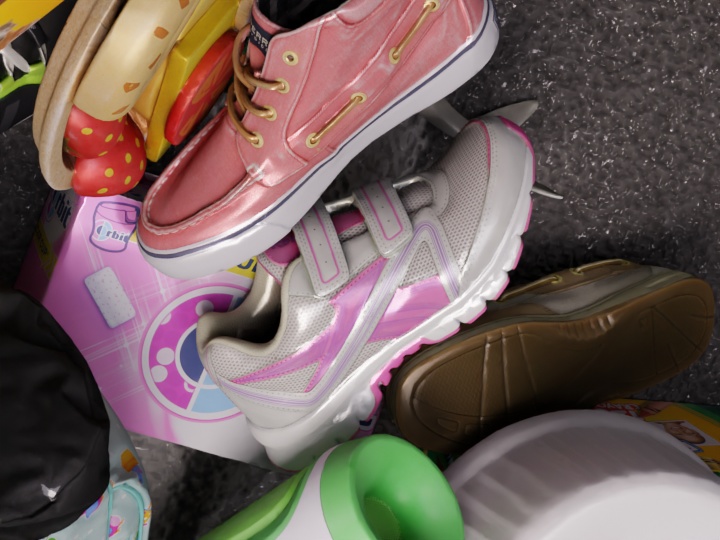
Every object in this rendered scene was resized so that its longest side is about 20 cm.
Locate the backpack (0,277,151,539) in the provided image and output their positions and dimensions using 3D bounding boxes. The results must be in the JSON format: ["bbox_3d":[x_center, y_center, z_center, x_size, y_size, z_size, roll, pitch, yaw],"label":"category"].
[{"bbox_3d":[-0.167,0.108,0.969,0.126,0.167,0.200,-19,144,-21],"label":"backpack"}]

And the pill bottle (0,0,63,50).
[{"bbox_3d":[-0.189,-0.132,0.896,0.200,0.109,0.109,-36,116,15],"label":"pill bottle"}]

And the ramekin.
[{"bbox_3d":[0.119,0.174,1.035,0.200,0.098,0.201,-3,98,-18],"label":"ramekin"}]

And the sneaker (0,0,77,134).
[{"bbox_3d":[-0.193,-0.074,1.000,0.200,0.083,0.072,-37,116,-1],"label":"sneaker"}]

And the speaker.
[{"bbox_3d":[-0.044,0.154,1.027,0.088,0.089,0.200,35,130,-25],"label":"speaker"}]

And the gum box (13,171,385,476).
[{"bbox_3d":[-0.071,0.028,1.083,0.199,0.066,0.114,18,104,-22],"label":"gum box"}]

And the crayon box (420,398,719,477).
[{"bbox_3d":[0.143,0.117,1.153,0.199,0.119,0.058,5,108,-19],"label":"crayon box"}]

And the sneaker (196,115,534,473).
[{"bbox_3d":[0.000,0.000,1.010,0.088,0.081,0.200,39,96,-27],"label":"sneaker"}]

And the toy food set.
[{"bbox_3d":[-0.078,-0.118,0.966,0.049,0.200,0.198,33,56,5],"label":"toy food set"}]

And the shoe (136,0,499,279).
[{"bbox_3d":[-0.037,-0.083,0.964,0.200,0.072,0.091,-37,138,7],"label":"shoe"}]

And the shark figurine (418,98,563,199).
[{"bbox_3d":[0.032,-0.132,1.047,0.128,0.090,0.215,-12,111,-11],"label":"shark figurine"}]

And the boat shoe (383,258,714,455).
[{"bbox_3d":[0.091,0.042,1.117,0.200,0.066,0.074,-13,115,-30],"label":"boat shoe"}]
